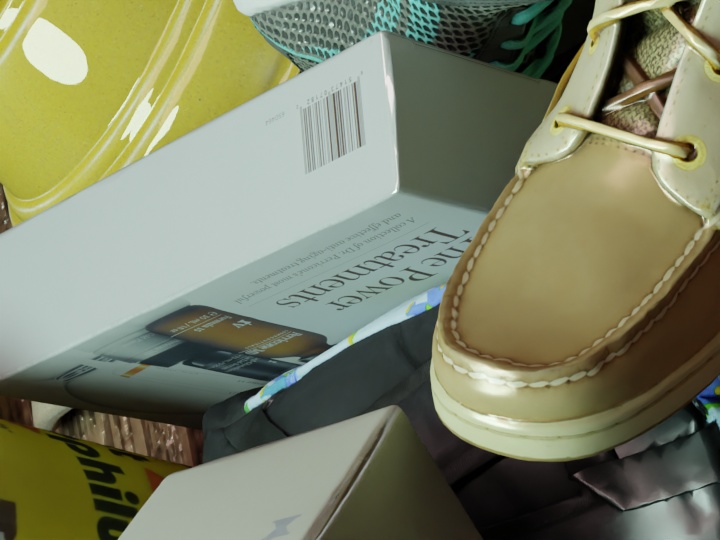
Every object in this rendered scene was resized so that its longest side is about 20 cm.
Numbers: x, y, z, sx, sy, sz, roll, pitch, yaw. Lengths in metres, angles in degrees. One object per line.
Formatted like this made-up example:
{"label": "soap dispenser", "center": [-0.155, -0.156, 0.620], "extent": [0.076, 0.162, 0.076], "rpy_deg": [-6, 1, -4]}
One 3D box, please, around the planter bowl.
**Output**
{"label": "planter bowl", "center": [-0.089, -0.091, 0.939], "extent": [0.200, 0.083, 0.201], "rpy_deg": [-47, 29, 36]}

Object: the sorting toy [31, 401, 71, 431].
{"label": "sorting toy", "center": [-0.081, -0.060, 1.043], "extent": [0.200, 0.036, 0.185], "rpy_deg": [-38, 49, 37]}

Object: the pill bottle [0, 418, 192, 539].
{"label": "pill bottle", "center": [-0.087, 0.107, 0.846], "extent": [0.109, 0.200, 0.109], "rpy_deg": [-24, 58, 45]}

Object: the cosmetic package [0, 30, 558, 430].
{"label": "cosmetic package", "center": [0.000, 0.000, 0.820], "extent": [0.200, 0.151, 0.052], "rpy_deg": [-24, 64, 45]}

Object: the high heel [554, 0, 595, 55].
{"label": "high heel", "center": [0.049, -0.181, 0.809], "extent": [0.143, 0.071, 0.200], "rpy_deg": [52, 135, 32]}

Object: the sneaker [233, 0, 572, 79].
{"label": "sneaker", "center": [0.033, -0.079, 0.782], "extent": [0.078, 0.091, 0.200], "rpy_deg": [-43, 20, -20]}

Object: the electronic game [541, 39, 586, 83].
{"label": "electronic game", "center": [0.052, -0.118, 0.894], "extent": [0.200, 0.042, 0.200], "rpy_deg": [-12, 74, 46]}

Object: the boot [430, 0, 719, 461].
{"label": "boot", "center": [0.072, -0.068, 0.630], "extent": [0.073, 0.156, 0.200], "rpy_deg": [21, 52, 30]}

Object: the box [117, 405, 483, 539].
{"label": "box", "center": [0.017, 0.137, 0.671], "extent": [0.082, 0.200, 0.068], "rpy_deg": [-18, 22, 34]}

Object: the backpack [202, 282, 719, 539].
{"label": "backpack", "center": [0.056, 0.068, 0.742], "extent": [0.200, 0.154, 0.163], "rpy_deg": [129, 133, -54]}
